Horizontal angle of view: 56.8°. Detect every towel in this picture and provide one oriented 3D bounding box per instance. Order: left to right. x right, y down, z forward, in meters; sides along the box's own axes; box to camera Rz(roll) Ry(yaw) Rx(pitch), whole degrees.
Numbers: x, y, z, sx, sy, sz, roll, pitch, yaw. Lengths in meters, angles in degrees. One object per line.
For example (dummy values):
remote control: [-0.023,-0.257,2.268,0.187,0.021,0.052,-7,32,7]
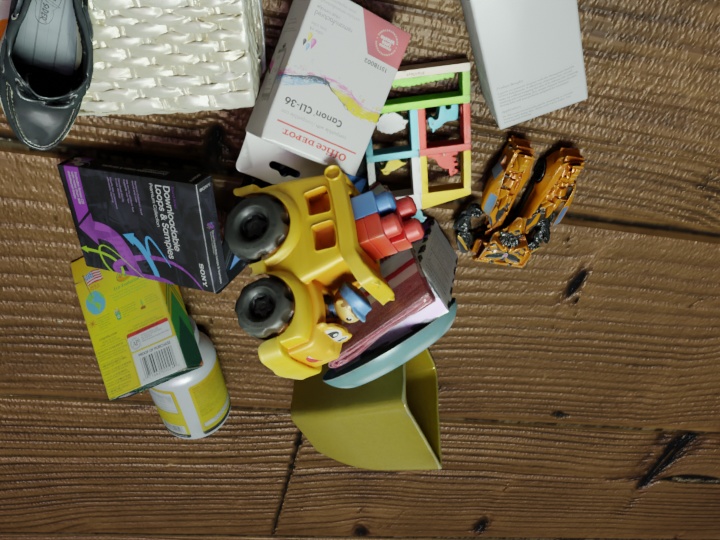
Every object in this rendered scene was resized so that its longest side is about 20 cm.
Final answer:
towel: [0.000,0.000,0.780,0.144,0.200,0.023,-36,134,18]

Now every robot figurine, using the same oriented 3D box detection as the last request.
robot figurine: [0.210,-0.080,0.897,0.145,0.058,0.200,7,131,-13]

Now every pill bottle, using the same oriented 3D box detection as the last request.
pill bottle: [-0.270,0.160,1.018,0.112,0.112,0.200,-6,133,-2]

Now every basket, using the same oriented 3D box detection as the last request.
basket: [-0.198,-0.234,0.655,0.200,0.124,0.136,-3,132,-3]

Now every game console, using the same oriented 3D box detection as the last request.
game console: [-0.083,-0.057,0.846,0.116,0.176,0.200,30,127,4]

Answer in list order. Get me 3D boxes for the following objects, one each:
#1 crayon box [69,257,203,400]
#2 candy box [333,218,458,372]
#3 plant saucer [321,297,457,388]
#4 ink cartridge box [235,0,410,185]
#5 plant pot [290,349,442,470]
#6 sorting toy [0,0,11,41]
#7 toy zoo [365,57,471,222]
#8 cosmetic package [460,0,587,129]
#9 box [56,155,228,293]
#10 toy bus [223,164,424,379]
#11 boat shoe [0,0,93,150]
crayon box: [-0.306,0.059,0.905,0.127,0.200,0.051,-22,171,14]
candy box: [0.035,0.026,0.871,0.168,0.200,0.072,-30,102,20]
plant saucer: [0.042,0.097,0.854,0.200,0.200,0.027,-31,90,20]
ink cartridge box: [-0.042,-0.177,0.703,0.116,0.067,0.200,18,98,-28]
plant pot: [0.004,0.193,1.044,0.200,0.196,0.194,-12,134,16]
sorting toy: [-0.386,-0.267,0.598,0.200,0.107,0.180,14,107,11]
toy zoo: [0.070,-0.150,0.816,0.131,0.020,0.200,-8,124,-1]
cosmetic package: [0.168,-0.265,0.703,0.107,0.085,0.200,-17,132,8]
box: [-0.259,-0.056,0.798,0.200,0.036,0.143,9,123,19]
toy bus: [-0.025,-0.005,0.697,0.192,0.200,0.136,-16,158,12]
boat shoe: [-0.266,-0.174,0.566,0.074,0.066,0.199,9,131,-33]
